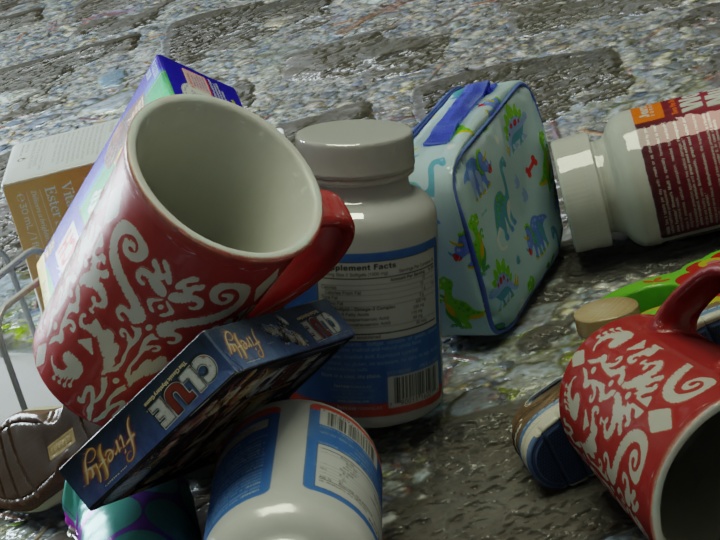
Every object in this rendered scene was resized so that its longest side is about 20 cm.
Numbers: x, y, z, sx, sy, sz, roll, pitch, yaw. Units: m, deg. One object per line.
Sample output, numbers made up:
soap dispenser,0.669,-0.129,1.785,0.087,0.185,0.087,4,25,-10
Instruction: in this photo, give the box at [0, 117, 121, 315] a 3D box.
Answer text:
box,-0.187,-0.047,1.979,0.199,0.153,0.106,-15,21,4

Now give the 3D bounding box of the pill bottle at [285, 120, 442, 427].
pill bottle,0.000,0.000,1.636,0.111,0.201,0.112,-2,15,1

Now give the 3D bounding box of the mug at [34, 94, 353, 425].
mug,-0.108,0.011,1.507,0.177,0.200,0.134,22,41,-16

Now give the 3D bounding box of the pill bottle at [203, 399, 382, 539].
pill bottle,-0.042,0.170,1.421,0.112,0.113,0.200,-13,22,7

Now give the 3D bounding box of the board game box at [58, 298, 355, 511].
board game box,-0.093,0.082,1.477,0.135,0.035,0.200,-44,-11,19

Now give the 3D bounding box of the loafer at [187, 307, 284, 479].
loafer,-0.084,0.091,1.719,0.063,0.072,0.200,16,40,20

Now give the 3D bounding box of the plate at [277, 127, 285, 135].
plate,-0.162,-0.066,2.170,0.199,0.032,0.200,-14,23,3

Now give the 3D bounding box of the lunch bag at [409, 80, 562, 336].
lunch bag,0.088,-0.052,1.797,0.082,0.162,0.200,-4,25,25

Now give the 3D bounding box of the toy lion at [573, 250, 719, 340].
toy lion,0.264,0.021,1.652,0.199,0.069,0.192,-9,16,17

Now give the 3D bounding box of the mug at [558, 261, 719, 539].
mug,0.215,0.087,1.400,0.178,0.133,0.200,-57,20,4

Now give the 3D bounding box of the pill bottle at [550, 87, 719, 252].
pill bottle,0.256,-0.081,1.822,0.199,0.110,0.110,-13,22,6

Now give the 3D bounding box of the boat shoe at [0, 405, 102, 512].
boat shoe,-0.196,0.128,1.657,0.075,0.075,0.202,2,-16,-38

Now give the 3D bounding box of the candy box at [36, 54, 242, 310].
candy box,-0.155,-0.031,1.691,0.077,0.201,0.169,23,20,-25

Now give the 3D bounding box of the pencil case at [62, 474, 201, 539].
pencil case,-0.148,0.186,1.489,0.092,0.085,0.200,-33,22,6

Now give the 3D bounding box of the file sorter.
file sorter,-0.304,0.058,1.849,0.199,0.125,0.139,1,28,34

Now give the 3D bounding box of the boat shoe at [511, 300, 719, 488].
boat shoe,0.186,0.065,1.537,0.199,0.073,0.072,-27,29,-5
